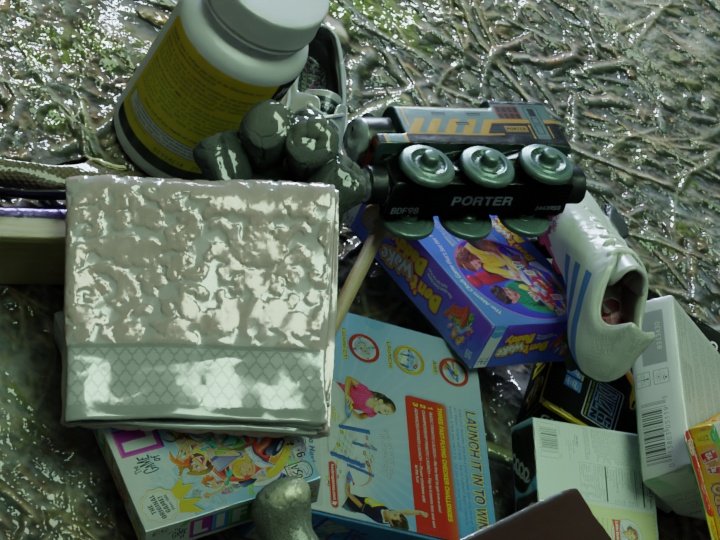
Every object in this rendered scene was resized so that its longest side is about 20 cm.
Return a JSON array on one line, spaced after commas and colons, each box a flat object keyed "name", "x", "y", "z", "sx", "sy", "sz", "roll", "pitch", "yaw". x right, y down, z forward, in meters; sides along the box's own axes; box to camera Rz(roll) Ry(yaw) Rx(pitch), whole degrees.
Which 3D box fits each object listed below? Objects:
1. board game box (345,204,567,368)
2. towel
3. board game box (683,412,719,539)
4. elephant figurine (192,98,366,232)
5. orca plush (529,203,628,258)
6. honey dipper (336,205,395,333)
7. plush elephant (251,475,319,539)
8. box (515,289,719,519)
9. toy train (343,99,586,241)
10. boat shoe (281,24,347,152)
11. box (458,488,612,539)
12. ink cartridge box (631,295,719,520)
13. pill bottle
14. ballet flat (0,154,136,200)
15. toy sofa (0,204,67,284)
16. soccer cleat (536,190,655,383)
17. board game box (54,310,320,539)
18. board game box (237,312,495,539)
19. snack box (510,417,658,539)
[{"name": "board game box", "x": 0.092, "y": -0.002, "z": 1.787, "sx": 0.134, "sy": 0.045, "sz": 0.200, "roll": -1, "pitch": 40, "yaw": -42}, {"name": "towel", "x": -0.116, "y": 0.024, "z": 1.534, "sx": 0.200, "sy": 0.032, "sz": 0.191, "roll": 2, "pitch": 74, "yaw": -7}, {"name": "board game box", "x": 0.308, "y": 0.163, "z": 1.733, "sx": 0.200, "sy": 0.030, "sz": 0.096, "roll": -9, "pitch": 84, "yaw": -64}, {"name": "elephant figurine", "x": -0.058, "y": -0.051, "z": 1.680, "sx": 0.155, "sy": 0.200, "sz": 0.142, "roll": -37, "pitch": 84, "yaw": -5}, {"name": "orca plush", "x": 0.159, "y": -0.035, "z": 1.838, "sx": 0.200, "sy": 0.071, "sz": 0.105, "roll": 43, "pitch": 42, "yaw": -7}, {"name": "honey dipper", "x": 0.000, "y": 0.000, "z": 1.690, "sx": 0.038, "sy": 0.038, "sz": 0.200, "roll": 32, "pitch": 50, "yaw": -8}, {"name": "plush elephant", "x": -0.053, "y": 0.259, "z": 1.417, "sx": 0.165, "sy": 0.155, "sz": 0.200, "roll": -32, "pitch": 89, "yaw": -9}, {"name": "box", "x": 0.230, "y": 0.096, "z": 1.845, "sx": 0.160, "sy": 0.049, "sz": 0.200, "roll": 30, "pitch": 43, "yaw": -7}, {"name": "toy train", "x": 0.082, "y": -0.085, "z": 1.715, "sx": 0.200, "sy": 0.085, "sz": 0.114, "roll": -2, "pitch": 44, "yaw": -23}, {"name": "boat shoe", "x": -0.040, "y": -0.131, "z": 1.833, "sx": 0.072, "sy": 0.069, "sz": 0.200, "roll": 23, "pitch": 45, "yaw": -17}, {"name": "box", "x": 0.115, "y": 0.296, "z": 1.509, "sx": 0.164, "sy": 0.166, "sz": 0.200, "roll": -19, "pitch": 67, "yaw": -42}, {"name": "ink cartridge box", "x": 0.284, "y": 0.135, "z": 1.787, "sx": 0.200, "sy": 0.050, "sz": 0.161, "roll": 46, "pitch": 36, "yaw": -51}, {"name": "pill bottle", "x": -0.112, "y": -0.167, "z": 1.718, "sx": 0.114, "sy": 0.200, "sz": 0.114, "roll": 18, "pitch": 47, "yaw": -21}, {"name": "ballet flat", "x": -0.264, "y": -0.079, "z": 1.637, "sx": 0.200, "sy": 0.067, "sz": 0.046, "roll": 0, "pitch": 85, "yaw": -29}, {"name": "toy sofa", "x": -0.266, "y": -0.029, "z": 1.582, "sx": 0.200, "sy": 0.083, "sz": 0.098, "roll": 1, "pitch": 56, "yaw": -34}, {"name": "soccer cleat", "x": 0.199, "y": -0.004, "z": 1.728, "sx": 0.070, "sy": 0.086, "sz": 0.200, "roll": 15, "pitch": 49, "yaw": -30}, {"name": "board game box", "x": -0.129, "y": 0.099, "z": 1.556, "sx": 0.134, "sy": 0.034, "sz": 0.200, "roll": -16, "pitch": 57, "yaw": -19}, {"name": "board game box", "x": 0.001, "y": 0.129, "z": 1.652, "sx": 0.196, "sy": 0.056, "sz": 0.200, "roll": 16, "pitch": 47, "yaw": -23}, {"name": "snack box", "x": 0.181, "y": 0.222, "z": 1.682, "sx": 0.116, "sy": 0.037, "sz": 0.200, "roll": 11, "pitch": 63, "yaw": -27}]
